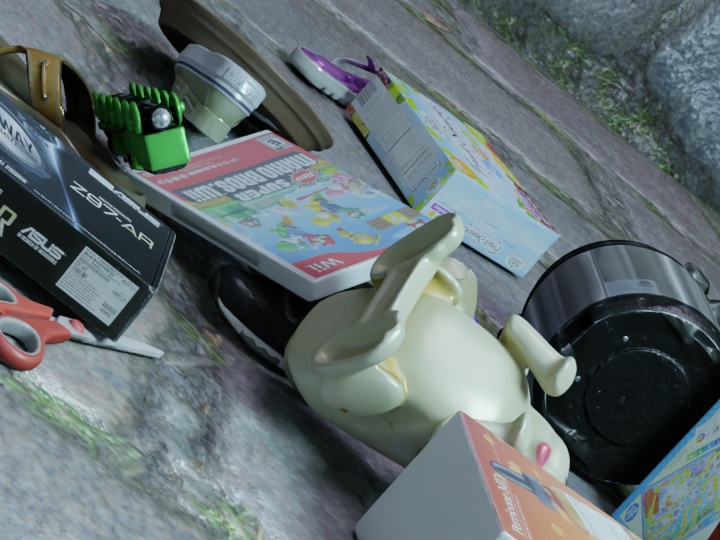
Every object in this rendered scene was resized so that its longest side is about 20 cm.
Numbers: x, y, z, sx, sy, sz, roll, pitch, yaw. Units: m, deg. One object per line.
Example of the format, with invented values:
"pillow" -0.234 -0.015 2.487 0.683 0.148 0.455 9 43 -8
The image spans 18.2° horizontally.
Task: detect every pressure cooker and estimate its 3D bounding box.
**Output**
"pressure cooker" 0.225 0.069 1.916 0.175 0.179 0.200 34 16 -15

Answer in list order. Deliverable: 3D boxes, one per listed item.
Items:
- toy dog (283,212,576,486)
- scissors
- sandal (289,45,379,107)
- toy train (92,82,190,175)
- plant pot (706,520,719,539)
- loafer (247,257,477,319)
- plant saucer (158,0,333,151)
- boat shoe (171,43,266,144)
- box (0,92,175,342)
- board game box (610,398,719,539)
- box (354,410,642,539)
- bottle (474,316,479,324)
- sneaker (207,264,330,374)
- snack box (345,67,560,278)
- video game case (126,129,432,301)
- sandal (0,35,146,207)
"toy dog" 0.052 0.099 1.471 0.200 0.193 0.140 47 39 -16
"scissors" -0.178 0.027 1.319 0.073 0.014 0.200 45 15 15
"sandal" -0.001 -0.203 2.390 0.083 0.050 0.202 48 15 24
"toy train" -0.156 -0.100 1.587 0.200 0.041 0.057 -158 -126 -73
"plant pot" 0.308 0.273 1.539 0.175 0.201 0.200 17 25 -30
"loafer" 0.000 0.000 1.645 0.199 0.076 0.068 27 50 17
"plant saucer" -0.105 -0.168 1.948 0.200 0.029 0.200 41 -7 6
"boat shoe" -0.129 -0.142 1.843 0.072 0.062 0.200 43 -5 -11
"box" -0.209 -0.051 1.392 0.200 0.044 0.160 39 10 -8
"board game box" 0.308 0.173 1.774 0.034 0.200 0.135 23 23 -52
"box" 0.112 0.206 1.358 0.200 0.106 0.152 36 15 -21
"bottle" 0.039 0.031 1.732 0.065 0.084 0.200 39 14 -30
"sneaker" -0.012 0.039 1.568 0.200 0.088 0.076 35 16 -21
"snack box" 0.092 -0.100 2.295 0.168 0.068 0.200 30 17 -38
"video game case" -0.052 -0.043 1.607 0.143 0.018 0.200 -20 38 -41
"sandal" -0.212 -0.116 1.573 0.200 0.054 0.080 46 15 16
